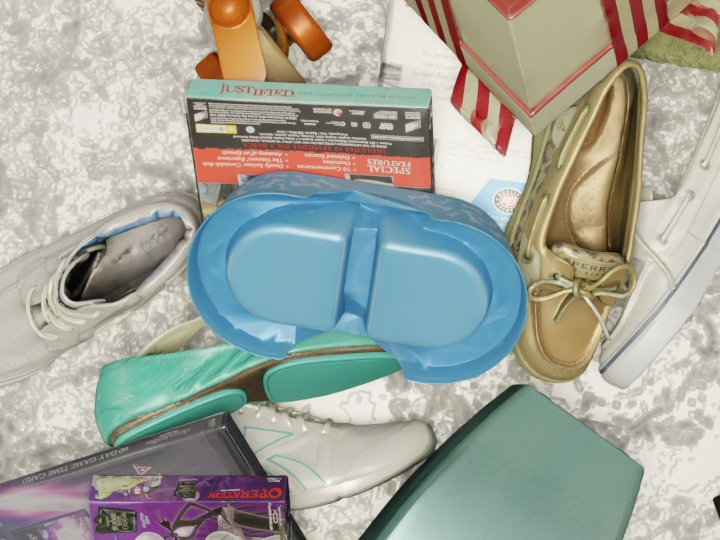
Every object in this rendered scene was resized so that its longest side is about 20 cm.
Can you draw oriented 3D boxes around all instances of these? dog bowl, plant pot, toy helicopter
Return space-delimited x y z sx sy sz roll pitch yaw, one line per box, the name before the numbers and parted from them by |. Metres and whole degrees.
dog bowl | 0.000 0.000 1.290 0.199 0.050 0.112 9 120 1
plant pot | 0.078 0.176 1.346 0.141 0.141 0.200 36 87 1
toy helicopter | -0.097 -0.175 1.326 0.079 0.132 0.200 -38 104 3

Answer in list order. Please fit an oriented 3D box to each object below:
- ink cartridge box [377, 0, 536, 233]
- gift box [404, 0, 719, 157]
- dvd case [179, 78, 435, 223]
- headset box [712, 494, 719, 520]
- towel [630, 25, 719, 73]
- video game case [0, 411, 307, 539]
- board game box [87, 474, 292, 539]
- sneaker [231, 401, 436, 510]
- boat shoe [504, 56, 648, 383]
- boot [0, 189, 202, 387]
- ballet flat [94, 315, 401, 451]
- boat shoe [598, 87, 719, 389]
ink cartridge box | 0.070 -0.121 1.368 0.115 0.068 0.201 8 93 2
gift box | 0.103 -0.189 1.234 0.184 0.187 0.200 -36 71 -2
dvd case | -0.025 -0.032 1.327 0.145 0.022 0.200 2 135 8
headset box | 0.300 0.155 1.303 0.148 0.200 0.075 -21 91 2
towel | 0.211 -0.191 1.319 0.036 0.200 0.149 7 95 -42
video game case | -0.141 0.169 1.353 0.199 0.019 0.143 -18 124 16
board game box | -0.099 0.208 1.354 0.119 0.032 0.201 2 127 6
sneaker | -0.052 0.114 1.381 0.199 0.070 0.081 -13 86 4
boat shoe | 0.130 -0.030 1.310 0.073 0.063 0.201 4 94 -22
boot | -0.185 0.011 1.368 0.200 0.096 0.074 -34 90 3
ballet flat | -0.070 0.052 1.348 0.199 0.067 0.071 -17 67 -7
boat shoe | 0.187 -0.029 1.364 0.086 0.075 0.202 33 90 0
